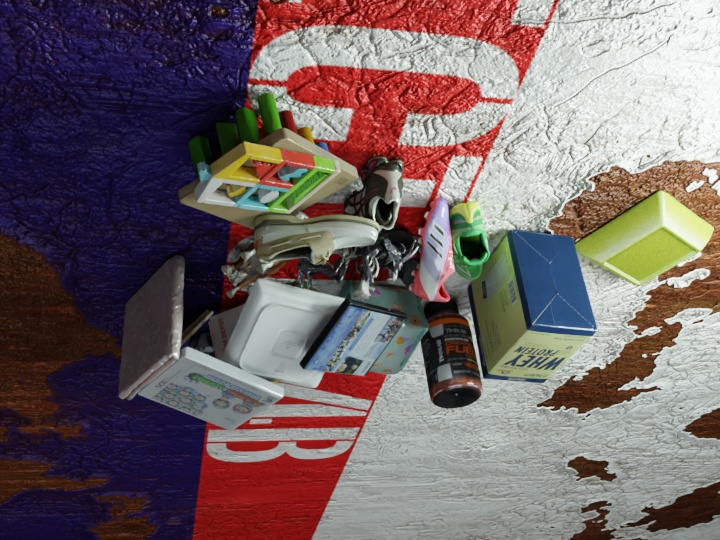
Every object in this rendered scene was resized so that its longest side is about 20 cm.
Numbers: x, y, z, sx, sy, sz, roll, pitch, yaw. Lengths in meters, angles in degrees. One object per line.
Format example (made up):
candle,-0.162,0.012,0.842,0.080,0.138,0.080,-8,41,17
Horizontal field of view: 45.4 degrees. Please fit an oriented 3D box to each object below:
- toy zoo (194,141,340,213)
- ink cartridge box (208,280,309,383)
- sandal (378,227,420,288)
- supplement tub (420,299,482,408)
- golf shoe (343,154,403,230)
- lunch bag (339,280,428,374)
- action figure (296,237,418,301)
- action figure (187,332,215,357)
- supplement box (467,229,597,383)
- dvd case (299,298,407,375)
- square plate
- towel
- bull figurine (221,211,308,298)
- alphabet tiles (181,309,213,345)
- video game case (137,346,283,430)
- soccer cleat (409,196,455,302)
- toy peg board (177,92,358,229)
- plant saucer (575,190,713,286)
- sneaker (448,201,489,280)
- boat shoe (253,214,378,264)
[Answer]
toy zoo,-0.140,-0.127,1.195,0.198,0.021,0.130,4,151,-44
ink cartridge box,-0.165,0.125,1.573,0.196,0.146,0.085,-21,133,-3
sandal,0.081,-0.014,1.539,0.075,0.045,0.200,-36,143,8
supplement tub,0.172,0.158,1.683,0.104,0.203,0.108,-6,147,-4
golf shoe,0.020,-0.096,1.387,0.075,0.090,0.201,0,148,-14
lunch bag,0.016,0.126,1.680,0.167,0.124,0.201,8,137,-23
action figure,0.000,0.000,1.428,0.196,0.104,0.119,-6,171,11
action figure,-0.241,0.143,1.697,0.197,0.070,0.131,-24,125,15
supplement box,0.308,0.069,1.580,0.131,0.203,0.201,6,145,-18
dvd case,-0.008,0.120,1.506,0.144,0.018,0.199,-55,148,12
square plate,-0.121,0.118,1.469,0.197,0.029,0.200,14,118,-27
towel,-0.361,0.100,1.494,0.032,0.203,0.190,20,138,-34
bull figurine,-0.158,-0.028,1.438,0.121,0.066,0.200,-36,177,-42
alphabet tiles,-0.352,0.147,1.596,0.015,0.200,0.195,45,129,-7
video game case,-0.262,0.211,1.499,0.198,0.024,0.181,27,138,-28
soccer cleat,0.135,-0.033,1.477,0.075,0.067,0.203,18,125,12
toy peg board,-0.141,-0.162,1.275,0.198,0.100,0.198,-25,158,25
plant saucer,0.532,-0.043,1.599,0.198,0.049,0.199,23,136,-37
sneaker,0.186,-0.035,1.509,0.072,0.085,0.201,-11,146,5
boat shoe,-0.068,-0.043,1.337,0.195,0.070,0.075,-1,159,-2
